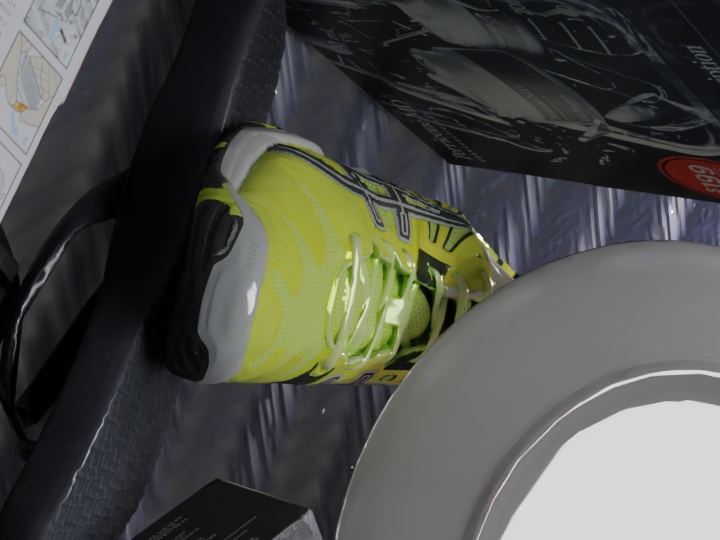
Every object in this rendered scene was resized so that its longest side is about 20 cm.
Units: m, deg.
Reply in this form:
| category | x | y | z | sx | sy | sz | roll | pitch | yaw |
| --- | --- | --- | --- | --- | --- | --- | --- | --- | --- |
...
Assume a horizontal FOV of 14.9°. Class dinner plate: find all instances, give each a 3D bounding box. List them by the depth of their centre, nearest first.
| category | x | y | z | sx | sy | sz | roll | pitch | yaw |
| --- | --- | --- | --- | --- | --- | --- | --- | --- | --- |
| dinner plate | 0.087 | 0.091 | 0.828 | 0.199 | 0.024 | 0.201 | -4 | 102 | -19 |

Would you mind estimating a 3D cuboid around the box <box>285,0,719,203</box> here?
| category | x | y | z | sx | sy | sz | roll | pitch | yaw |
| --- | --- | --- | --- | --- | --- | --- | --- | --- | --- |
| box | 0.073 | -0.104 | 0.855 | 0.200 | 0.182 | 0.105 | 37 | 69 | -53 |

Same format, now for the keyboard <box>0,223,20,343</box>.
| category | x | y | z | sx | sy | sz | roll | pitch | yaw |
| --- | --- | --- | --- | --- | --- | --- | --- | --- | --- |
| keyboard | -0.155 | 0.048 | 0.699 | 0.201 | 0.021 | 0.127 | -64 | 144 | -25 |

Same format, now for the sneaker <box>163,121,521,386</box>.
| category | x | y | z | sx | sy | sz | roll | pitch | yaw |
| --- | --- | --- | --- | --- | --- | --- | --- | --- | --- |
| sneaker | 0.000 | 0.000 | 0.821 | 0.200 | 0.076 | 0.076 | -16 | 122 | -72 |

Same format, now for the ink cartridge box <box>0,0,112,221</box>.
| category | x | y | z | sx | sy | sz | roll | pitch | yaw |
| --- | --- | --- | --- | --- | --- | --- | --- | --- | --- |
| ink cartridge box | -0.107 | -0.100 | 0.699 | 0.109 | 0.050 | 0.201 | 49 | 57 | -49 |

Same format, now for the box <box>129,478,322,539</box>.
| category | x | y | z | sx | sy | sz | roll | pitch | yaw |
| --- | --- | --- | --- | --- | --- | --- | --- | --- | --- |
| box | -0.073 | 0.177 | 0.752 | 0.200 | 0.050 | 0.158 | -36 | 119 | -31 |

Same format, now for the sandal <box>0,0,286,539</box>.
| category | x | y | z | sx | sy | sz | roll | pitch | yaw |
| --- | --- | --- | --- | --- | --- | --- | --- | --- | --- |
| sandal | -0.069 | 0.002 | 0.796 | 0.076 | 0.043 | 0.201 | 89 | 16 | -59 |
